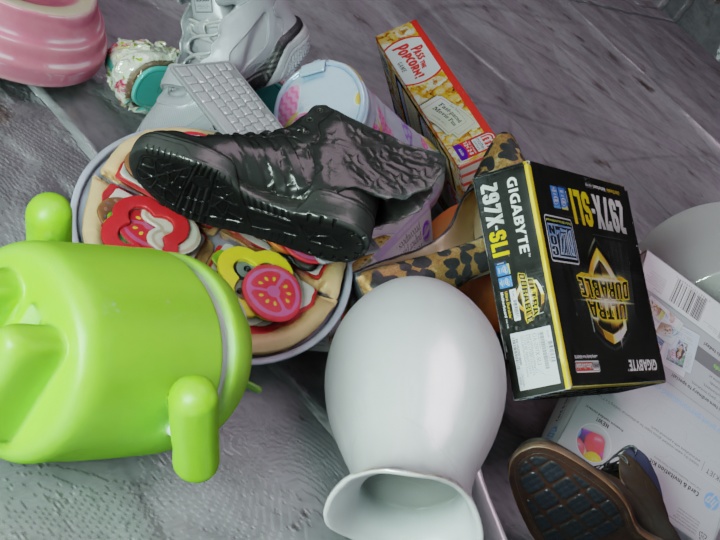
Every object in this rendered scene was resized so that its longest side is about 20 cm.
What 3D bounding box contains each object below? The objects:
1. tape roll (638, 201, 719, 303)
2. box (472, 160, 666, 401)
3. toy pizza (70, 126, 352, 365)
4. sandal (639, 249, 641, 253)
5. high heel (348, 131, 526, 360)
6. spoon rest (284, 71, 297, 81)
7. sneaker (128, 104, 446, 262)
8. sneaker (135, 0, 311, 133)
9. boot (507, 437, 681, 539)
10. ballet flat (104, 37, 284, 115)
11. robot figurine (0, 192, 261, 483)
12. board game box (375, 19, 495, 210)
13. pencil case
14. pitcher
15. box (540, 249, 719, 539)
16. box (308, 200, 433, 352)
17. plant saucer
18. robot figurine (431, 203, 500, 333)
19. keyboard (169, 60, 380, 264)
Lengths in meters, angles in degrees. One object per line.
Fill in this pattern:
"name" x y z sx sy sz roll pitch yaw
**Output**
"tape roll" 0.346 0.053 1.406 0.203 0.203 0.139 33 24 -13
"box" 0.156 0.011 1.108 0.200 0.049 0.160 6 70 -60
"toy pizza" -0.096 -0.025 1.027 0.200 0.032 0.200 14 50 -17
"sandal" 0.215 0.069 1.305 0.059 0.079 0.207 -3 74 -12
"high heel" 0.063 -0.038 1.131 0.143 0.071 0.200 26 62 -32
"spoon rest" -0.074 -0.170 1.373 0.200 0.061 0.099 52 -5 21
"sneaker" -0.046 -0.070 1.015 0.200 0.060 0.104 21 52 -5
"sneaker" -0.123 -0.167 1.157 0.200 0.075 0.115 -49 132 -32
"boot" 0.167 0.161 1.090 0.200 0.075 0.097 45 24 -29
"ballet flat" -0.129 -0.155 1.257 0.200 0.076 0.064 13 24 -49
"robot figurine" -0.141 0.044 0.825 0.175 0.116 0.200 45 23 30
"board game box" 0.083 -0.115 1.419 0.152 0.046 0.200 72 -7 -49
"pencil case" 0.003 -0.105 1.268 0.083 0.091 0.200 3 -12 24
"pitcher" 0.049 0.113 1.002 0.172 0.121 0.200 50 26 -31
"box" 0.247 0.107 1.232 0.156 0.041 0.200 35 60 -9
"box" 0.000 0.000 1.141 0.041 0.039 0.200 4 26 25
"plant saucer" -0.279 -0.218 1.156 0.200 0.051 0.201 27 27 -15
"robot figurine" 0.122 0.001 1.287 0.200 0.117 0.144 7 51 -52
"keyboard" -0.062 -0.079 1.067 0.056 0.011 0.200 -8 51 -47
